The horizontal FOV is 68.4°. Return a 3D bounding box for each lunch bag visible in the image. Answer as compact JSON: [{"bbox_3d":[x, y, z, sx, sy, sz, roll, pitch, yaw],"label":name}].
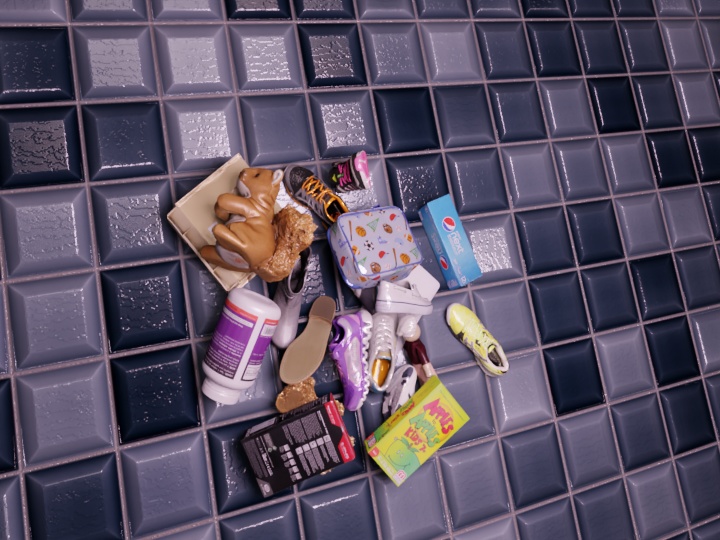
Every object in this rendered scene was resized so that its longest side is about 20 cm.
[{"bbox_3d":[0.032,-0.055,1.106,0.195,0.076,0.165,-12,69,-38],"label":"lunch bag"}]

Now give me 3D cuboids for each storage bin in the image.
[{"bbox_3d":[-0.258,-0.090,1.087,0.198,0.093,0.202,-42,94,-18],"label":"storage bin"}]

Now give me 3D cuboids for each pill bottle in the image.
[{"bbox_3d":[-0.237,0.147,1.029,0.109,0.112,0.206,23,93,-11],"label":"pill bottle"}]

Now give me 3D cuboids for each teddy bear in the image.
[{"bbox_3d":[-0.095,0.315,1.087,0.198,0.067,0.147,38,90,-7],"label":"teddy bear"}]

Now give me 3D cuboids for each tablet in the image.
[{"bbox_3d":[0.086,0.071,1.205,0.129,0.014,0.203,38,72,-7],"label":"tablet"}]

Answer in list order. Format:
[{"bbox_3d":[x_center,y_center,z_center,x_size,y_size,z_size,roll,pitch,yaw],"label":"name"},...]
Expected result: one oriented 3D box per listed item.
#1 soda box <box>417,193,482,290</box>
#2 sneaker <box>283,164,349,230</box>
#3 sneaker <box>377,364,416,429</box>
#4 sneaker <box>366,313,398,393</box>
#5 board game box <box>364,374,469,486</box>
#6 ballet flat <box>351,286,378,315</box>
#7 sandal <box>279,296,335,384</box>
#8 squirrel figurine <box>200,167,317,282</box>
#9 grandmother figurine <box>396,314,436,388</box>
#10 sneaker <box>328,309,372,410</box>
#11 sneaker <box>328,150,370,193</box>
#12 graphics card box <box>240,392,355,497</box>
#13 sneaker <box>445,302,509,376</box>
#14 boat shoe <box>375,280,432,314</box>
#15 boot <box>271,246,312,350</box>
[{"bbox_3d":[0.208,-0.065,1.237,0.066,0.064,0.207,-21,87,-19],"label":"soda box"},{"bbox_3d":[-0.087,-0.160,1.159,0.199,0.077,0.079,42,74,-5],"label":"sneaker"},{"bbox_3d":[0.114,0.310,1.130,0.125,0.079,0.207,16,87,-20],"label":"sneaker"},{"bbox_3d":[0.050,0.157,1.133,0.073,0.081,0.209,5,82,-9],"label":"sneaker"},{"bbox_3d":[0.113,0.321,1.065,0.199,0.048,0.102,-42,103,0],"label":"board game box"},{"bbox_3d":[0.000,0.000,1.151,0.070,0.074,0.207,5,62,-15],"label":"ballet flat"},{"bbox_3d":[-0.102,0.160,1.109,0.075,0.071,0.216,17,54,10],"label":"sandal"},{"bbox_3d":[-0.182,-0.092,1.003,0.194,0.142,0.192,25,63,-11],"label":"squirrel figurine"},{"bbox_3d":[0.126,0.188,1.140,0.059,0.120,0.206,-28,110,-23],"label":"grandmother figurine"},{"bbox_3d":[-0.029,0.184,1.099,0.085,0.080,0.209,6,82,-29],"label":"sneaker"},{"bbox_3d":[-0.026,-0.203,1.131,0.084,0.200,0.077,-9,93,-3],"label":"sneaker"},{"bbox_3d":[-0.120,0.339,1.029,0.194,0.051,0.130,-23,99,-1],"label":"graphics card box"},{"bbox_3d":[0.274,0.153,1.214,0.075,0.076,0.201,-42,93,-17],"label":"sneaker"},{"bbox_3d":[0.101,0.056,1.119,0.198,0.071,0.070,7,89,-59],"label":"boat shoe"},{"bbox_3d":[-0.145,0.054,1.075,0.067,0.131,0.209,6,79,-16],"label":"boot"}]
